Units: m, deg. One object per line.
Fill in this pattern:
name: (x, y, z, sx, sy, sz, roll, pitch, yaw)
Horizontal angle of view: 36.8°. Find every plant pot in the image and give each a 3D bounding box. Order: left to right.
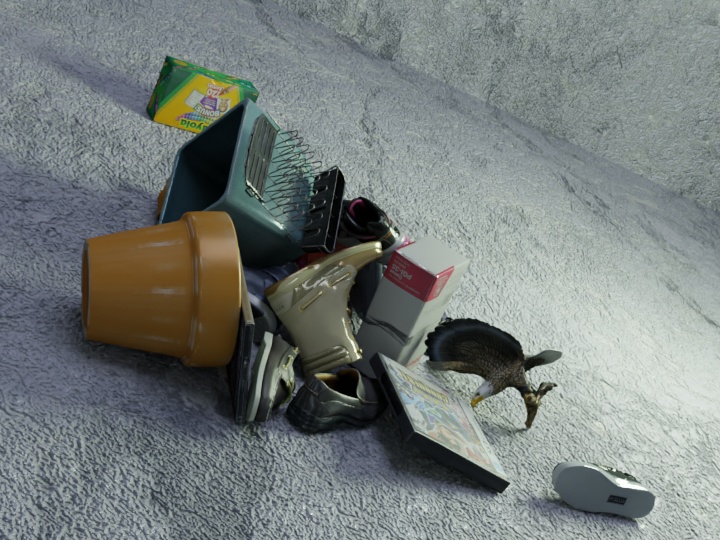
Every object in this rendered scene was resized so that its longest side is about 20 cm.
plant pot: (-0.264, 0.024, 1.395, 0.180, 0.203, 0.201, 0, 31, -20)
plant pot: (-0.175, -0.103, 1.690, 0.199, 0.194, 0.199, 33, 49, -32)

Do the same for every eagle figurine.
eagle figurine: (0.203, 0.151, 1.699, 0.199, 0.153, 0.150, 39, 32, 19)

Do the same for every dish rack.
dish rack: (-0.099, -0.132, 1.595, 0.200, 0.054, 0.156, 49, 39, -43)

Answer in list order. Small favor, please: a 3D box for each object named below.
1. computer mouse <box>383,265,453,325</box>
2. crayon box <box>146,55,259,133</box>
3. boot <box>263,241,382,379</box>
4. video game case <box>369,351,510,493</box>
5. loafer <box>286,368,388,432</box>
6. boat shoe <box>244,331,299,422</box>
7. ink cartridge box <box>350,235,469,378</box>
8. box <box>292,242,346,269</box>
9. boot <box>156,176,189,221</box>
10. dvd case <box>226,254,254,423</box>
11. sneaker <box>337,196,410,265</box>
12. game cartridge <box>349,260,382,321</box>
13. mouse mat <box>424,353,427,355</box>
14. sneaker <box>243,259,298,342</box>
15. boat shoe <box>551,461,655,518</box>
computer mouse: (0.091, 0.035, 1.885, 0.139, 0.046, 0.201, 1, 46, -49)
crayon box: (-0.316, -0.341, 2.175, 0.197, 0.120, 0.058, 11, 27, -34)
boot: (-0.027, 0.056, 1.583, 0.198, 0.073, 0.158, -26, 90, -29)
video game case: (0.112, 0.216, 1.547, 0.199, 0.026, 0.182, 33, 18, -32)
loafer: (-0.015, 0.171, 1.496, 0.072, 0.073, 0.199, 37, 23, 26)
boat shoe: (-0.114, 0.144, 1.441, 0.060, 0.073, 0.202, 20, 21, -7)
ink cartridge box: (0.072, 0.061, 1.663, 0.082, 0.202, 0.146, 31, 22, 17)
box: (-0.090, -0.039, 1.819, 0.094, 0.101, 0.201, 15, 26, -25)
boot: (-0.243, -0.085, 1.800, 0.198, 0.072, 0.145, 18, 30, -16)
dvd case: (-0.162, 0.080, 1.425, 0.016, 0.151, 0.201, 1, 29, -14)
sneaker: (0.000, -0.085, 1.699, 0.199, 0.080, 0.087, 24, -26, 49)
game cartridge: (0.000, 0.000, 1.798, 0.040, 0.136, 0.201, -5, 29, -13)
mouse mat: (0.102, 0.083, 1.905, 0.159, 0.008, 0.200, 0, 36, -49)
sneaker: (-0.178, 0.008, 1.629, 0.202, 0.077, 0.146, 41, 35, 6)
boat shoe: (0.356, 0.323, 1.622, 0.198, 0.069, 0.057, 23, 14, -28)
